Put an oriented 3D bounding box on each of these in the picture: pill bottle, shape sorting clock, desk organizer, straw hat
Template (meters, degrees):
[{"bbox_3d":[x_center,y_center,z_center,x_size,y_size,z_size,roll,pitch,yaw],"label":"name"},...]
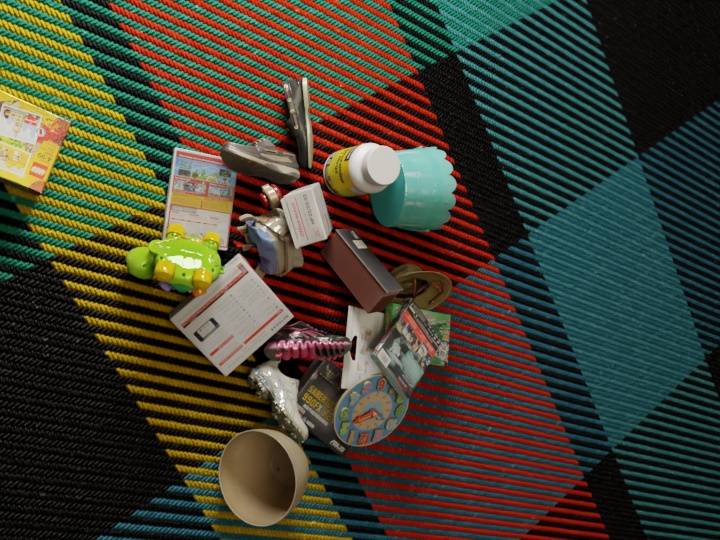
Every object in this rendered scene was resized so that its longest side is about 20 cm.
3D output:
[{"bbox_3d":[0.004,-0.230,1.528,0.112,0.200,0.113,-1,92,-29],"label":"pill bottle"},{"bbox_3d":[0.028,0.330,1.572,0.199,0.039,0.201,-14,124,-22],"label":"shape sorting clock"},{"bbox_3d":[0.000,0.000,1.568,0.200,0.077,0.072,51,30,20],"label":"desk organizer"},{"bbox_3d":[0.119,0.031,1.662,0.200,0.201,0.085,7,48,-29],"label":"straw hat"}]

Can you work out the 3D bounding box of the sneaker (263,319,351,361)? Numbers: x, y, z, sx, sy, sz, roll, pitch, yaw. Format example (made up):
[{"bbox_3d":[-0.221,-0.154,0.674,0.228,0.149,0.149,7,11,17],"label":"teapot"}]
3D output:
[{"bbox_3d":[-0.119,0.151,1.522,0.199,0.079,0.096,2,51,-8],"label":"sneaker"}]

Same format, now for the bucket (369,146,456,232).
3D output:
[{"bbox_3d":[0.119,-0.194,1.598,0.134,0.207,0.208,-3,93,-26],"label":"bucket"}]

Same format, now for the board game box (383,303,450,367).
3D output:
[{"bbox_3d":[0.142,0.163,1.664,0.199,0.029,0.135,14,75,-36],"label":"board game box"}]

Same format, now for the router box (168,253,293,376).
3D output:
[{"bbox_3d":[-0.277,0.097,1.444,0.200,0.049,0.180,-41,111,-6],"label":"router box"}]

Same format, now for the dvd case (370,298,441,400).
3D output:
[{"bbox_3d":[0.112,0.185,1.590,0.146,0.022,0.200,54,47,-20],"label":"dvd case"}]

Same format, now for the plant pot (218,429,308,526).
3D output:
[{"bbox_3d":[-0.190,0.441,1.470,0.134,0.199,0.201,4,90,-63],"label":"plant pot"}]

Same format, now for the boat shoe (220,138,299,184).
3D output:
[{"bbox_3d":[-0.222,-0.250,1.478,0.200,0.074,0.074,16,66,-44],"label":"boat shoe"}]

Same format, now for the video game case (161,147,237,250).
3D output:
[{"bbox_3d":[-0.345,-0.151,1.443,0.142,0.017,0.201,8,88,-29],"label":"video game case"}]

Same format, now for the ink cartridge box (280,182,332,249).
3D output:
[{"bbox_3d":[-0.114,-0.122,1.466,0.068,0.200,0.116,-16,101,6],"label":"ink cartridge box"}]

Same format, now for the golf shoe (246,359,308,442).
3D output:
[{"bbox_3d":[-0.162,0.283,1.492,0.097,0.078,0.200,-31,79,-32],"label":"golf shoe"}]

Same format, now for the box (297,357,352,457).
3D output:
[{"bbox_3d":[-0.069,0.323,1.594,0.200,0.048,0.159,45,72,-23],"label":"box"}]

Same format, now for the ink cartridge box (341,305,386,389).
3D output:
[{"bbox_3d":[0.021,0.198,1.611,0.173,0.043,0.201,16,72,-34],"label":"ink cartridge box"}]

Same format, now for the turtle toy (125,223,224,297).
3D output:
[{"bbox_3d":[-0.378,-0.013,1.369,0.199,0.101,0.146,12,45,-10],"label":"turtle toy"}]

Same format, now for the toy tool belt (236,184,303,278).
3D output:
[{"bbox_3d":[-0.208,-0.075,1.457,0.123,0.125,0.201,-28,124,-19],"label":"toy tool belt"}]

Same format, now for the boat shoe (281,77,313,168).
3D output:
[{"bbox_3d":[-0.141,-0.334,1.525,0.063,0.074,0.202,-6,103,0],"label":"boat shoe"}]

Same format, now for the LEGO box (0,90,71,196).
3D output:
[{"bbox_3d":[-0.663,-0.246,1.230,0.199,0.077,0.150,23,81,-28],"label":"LEGO box"}]
